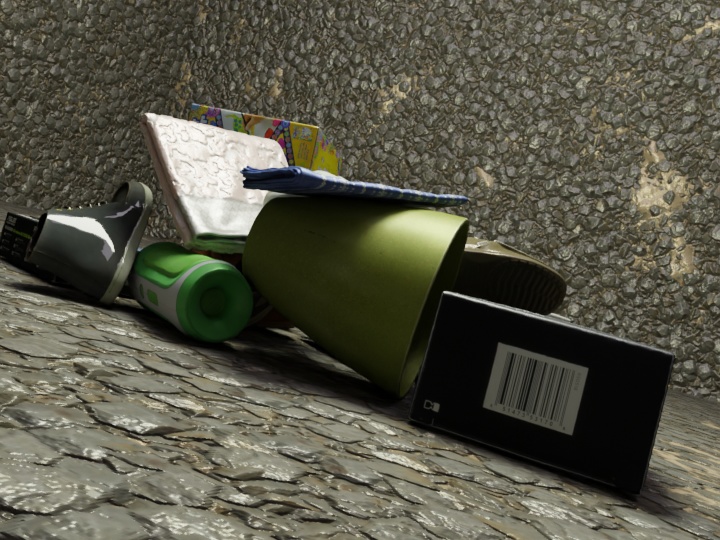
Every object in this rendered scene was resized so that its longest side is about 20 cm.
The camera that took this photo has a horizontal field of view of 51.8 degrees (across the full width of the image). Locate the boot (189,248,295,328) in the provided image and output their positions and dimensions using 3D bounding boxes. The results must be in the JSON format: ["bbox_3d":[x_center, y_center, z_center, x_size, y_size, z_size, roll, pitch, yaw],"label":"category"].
[{"bbox_3d":[-0.153,-0.009,1.015,0.197,0.158,0.076,15,0,30],"label":"boot"}]

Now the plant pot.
[{"bbox_3d":[-0.014,0.002,0.757,0.197,0.190,0.187,22,2,13],"label":"plant pot"}]

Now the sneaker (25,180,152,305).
[{"bbox_3d":[-0.307,-0.060,0.855,0.105,0.075,0.202,31,29,-26],"label":"sneaker"}]

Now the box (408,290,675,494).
[{"bbox_3d":[0.169,0.103,0.688,0.193,0.120,0.200,15,-1,18],"label":"box"}]

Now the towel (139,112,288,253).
[{"bbox_3d":[-0.150,-0.100,0.888,0.198,0.032,0.193,5,50,-46],"label":"towel"}]

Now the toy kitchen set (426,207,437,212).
[{"bbox_3d":[-0.014,-0.003,0.946,0.161,0.203,0.180,23,-3,-27],"label":"toy kitchen set"}]

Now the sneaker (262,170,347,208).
[{"bbox_3d":[-0.057,-0.083,0.893,0.081,0.075,0.199,48,24,21],"label":"sneaker"}]

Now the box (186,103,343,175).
[{"bbox_3d":[-0.143,-0.148,1.106,0.189,0.124,0.200,12,-2,10],"label":"box"}]

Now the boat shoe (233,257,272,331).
[{"bbox_3d":[-0.105,-0.007,0.929,0.074,0.200,0.074,30,-38,13],"label":"boat shoe"}]

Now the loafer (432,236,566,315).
[{"bbox_3d":[0.145,-0.003,0.861,0.197,0.077,0.068,17,27,-10],"label":"loafer"}]

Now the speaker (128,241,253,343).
[{"bbox_3d":[-0.189,0.020,0.805,0.087,0.090,0.199,15,0,-34],"label":"speaker"}]

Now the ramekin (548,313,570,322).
[{"bbox_3d":[0.214,0.093,1.147,0.197,0.099,0.200,17,0,0],"label":"ramekin"}]

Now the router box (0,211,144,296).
[{"bbox_3d":[-0.368,-0.020,0.983,0.198,0.063,0.149,16,-1,43],"label":"router box"}]

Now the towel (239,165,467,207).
[{"bbox_3d":[-0.010,-0.085,0.758,0.197,0.024,0.144,4,3,-32],"label":"towel"}]
